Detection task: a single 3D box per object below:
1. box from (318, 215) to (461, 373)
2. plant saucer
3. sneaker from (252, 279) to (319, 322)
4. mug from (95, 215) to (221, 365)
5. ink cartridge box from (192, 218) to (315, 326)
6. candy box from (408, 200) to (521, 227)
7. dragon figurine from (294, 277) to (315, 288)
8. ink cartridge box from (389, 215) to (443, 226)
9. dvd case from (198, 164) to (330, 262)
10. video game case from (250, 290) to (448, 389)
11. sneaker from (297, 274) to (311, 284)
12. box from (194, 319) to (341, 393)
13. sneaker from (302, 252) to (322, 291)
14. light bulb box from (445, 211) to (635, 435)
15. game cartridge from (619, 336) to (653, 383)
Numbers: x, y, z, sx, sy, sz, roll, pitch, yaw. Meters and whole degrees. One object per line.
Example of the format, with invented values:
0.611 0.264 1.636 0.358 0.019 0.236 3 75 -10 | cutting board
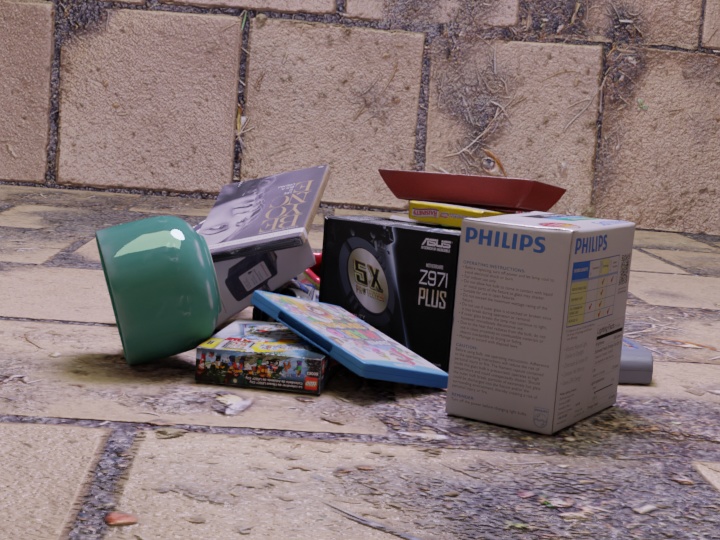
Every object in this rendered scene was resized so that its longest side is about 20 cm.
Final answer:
0.053 0.025 1.626 0.199 0.165 0.086 10 9 34 | box
0.143 -0.098 1.708 0.198 0.037 0.200 6 1 20 | plant saucer
-0.083 0.050 1.772 0.085 0.078 0.200 12 11 -25 | sneaker
-0.220 0.016 1.496 0.113 0.153 0.185 -14 8 -11 | mug
-0.180 -0.006 1.727 0.199 0.085 0.144 -33 26 -27 | ink cartridge box
0.152 -0.064 1.666 0.102 0.027 0.199 7 3 33 | candy box
-0.020 0.040 1.879 0.198 0.059 0.099 6 8 18 | dragon figurine
0.071 -0.015 1.802 0.059 0.201 0.104 32 -11 -35 | ink cartridge box
-0.123 -0.071 1.678 0.147 0.016 0.200 -10 27 15 | dvd case
-0.012 0.076 1.498 0.143 0.018 0.199 13 13 -46 | video game case
-0.023 0.028 1.978 0.199 0.105 0.075 -26 -6 29 | sneaker
-0.094 0.093 1.505 0.135 0.038 0.200 6 7 7 | box
0.000 0.000 1.746 0.199 0.079 0.090 -12 -37 42 | sneaker
0.189 0.046 1.402 0.124 0.202 0.198 9 8 28 | light bulb box
0.280 0.102 1.677 0.132 0.042 0.200 -1 8 -11 | game cartridge
